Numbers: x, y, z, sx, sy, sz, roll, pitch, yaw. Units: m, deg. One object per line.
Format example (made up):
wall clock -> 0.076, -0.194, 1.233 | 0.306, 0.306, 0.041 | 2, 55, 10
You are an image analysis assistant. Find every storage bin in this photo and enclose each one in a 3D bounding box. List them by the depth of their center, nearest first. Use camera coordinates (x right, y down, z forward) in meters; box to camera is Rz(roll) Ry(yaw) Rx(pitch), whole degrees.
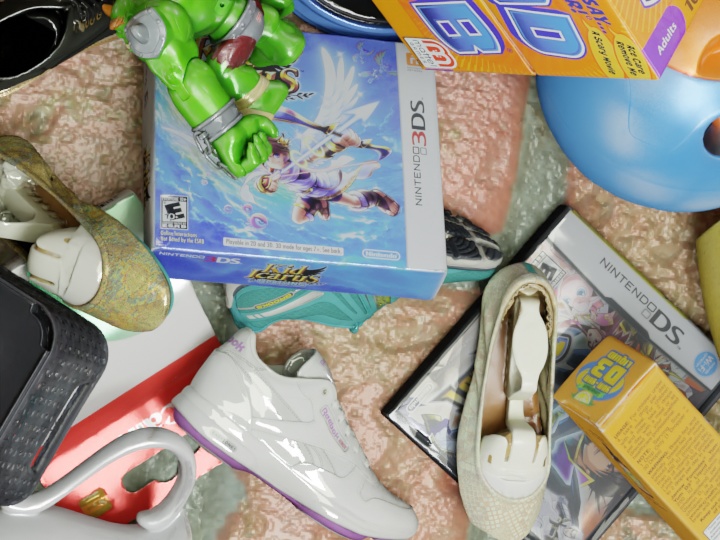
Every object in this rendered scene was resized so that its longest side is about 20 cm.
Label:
storage bin -> -0.281, 0.048, 1.611 | 0.200, 0.094, 0.135 | 31, 90, 20

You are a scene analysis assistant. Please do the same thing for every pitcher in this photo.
pitcher -> -0.205, 0.187, 1.667 | 0.200, 0.121, 0.172 | -4, 111, -17

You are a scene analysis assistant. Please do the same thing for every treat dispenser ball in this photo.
treat dispenser ball -> 0.219, -0.140, 1.708 | 0.201, 0.201, 0.201 | -1, 94, -13

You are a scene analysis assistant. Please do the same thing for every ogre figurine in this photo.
ogre figurine -> -0.095, -0.157, 1.611 | 0.120, 0.098, 0.200 | 44, 51, -26

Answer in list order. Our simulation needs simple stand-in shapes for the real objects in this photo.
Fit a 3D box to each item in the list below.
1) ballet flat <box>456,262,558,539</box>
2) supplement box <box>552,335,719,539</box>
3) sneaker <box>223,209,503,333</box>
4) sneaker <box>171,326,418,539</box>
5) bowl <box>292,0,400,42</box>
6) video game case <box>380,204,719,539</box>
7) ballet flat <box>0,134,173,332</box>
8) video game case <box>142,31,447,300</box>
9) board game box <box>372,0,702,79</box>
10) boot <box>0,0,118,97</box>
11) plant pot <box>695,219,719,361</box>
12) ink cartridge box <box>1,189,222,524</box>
ballet flat -> 0.104, 0.095, 1.743 | 0.067, 0.062, 0.200 | 0, 95, -12
supplement box -> 0.222, 0.134, 1.765 | 0.069, 0.067, 0.200 | -50, 124, -5
sneaker -> 0.000, 0.000, 1.744 | 0.200, 0.078, 0.080 | -6, 124, -17
sneaker -> -0.028, 0.116, 1.724 | 0.200, 0.075, 0.100 | 36, 85, -22
bowl -> 0.016, -0.258, 1.735 | 0.200, 0.039, 0.201 | -1, 94, -13
video game case -> 0.145, 0.086, 1.796 | 0.181, 0.026, 0.200 | 43, 84, -12
ballet flat -> -0.202, -0.022, 1.633 | 0.071, 0.200, 0.071 | -29, 142, -26
video game case -> -0.046, -0.076, 1.687 | 0.200, 0.045, 0.182 | 5, 60, -13
board game box -> 0.109, -0.262, 1.592 | 0.200, 0.200, 0.200 | 50, 60, -38
boot -> -0.177, -0.179, 1.645 | 0.200, 0.138, 0.077 | -42, 100, -9
plant pot -> 0.317, 0.005, 1.758 | 0.200, 0.200, 0.142 | -36, 85, -8
ink cartridge box -> -0.173, 0.070, 1.711 | 0.161, 0.050, 0.200 | -33, 98, -9
